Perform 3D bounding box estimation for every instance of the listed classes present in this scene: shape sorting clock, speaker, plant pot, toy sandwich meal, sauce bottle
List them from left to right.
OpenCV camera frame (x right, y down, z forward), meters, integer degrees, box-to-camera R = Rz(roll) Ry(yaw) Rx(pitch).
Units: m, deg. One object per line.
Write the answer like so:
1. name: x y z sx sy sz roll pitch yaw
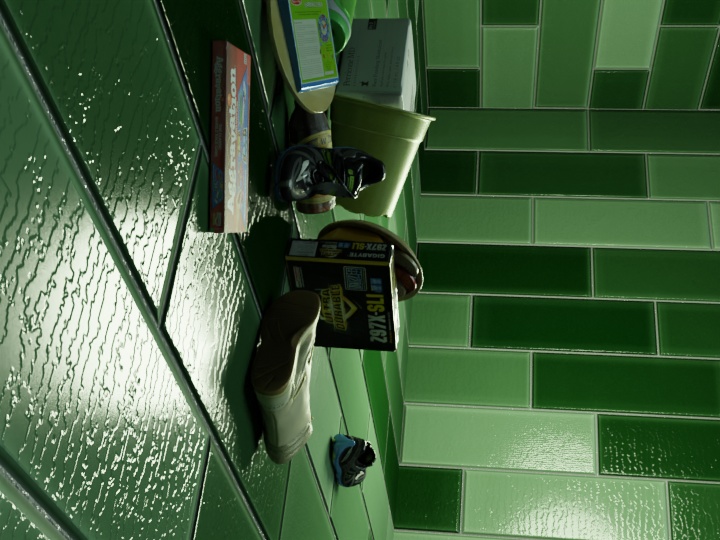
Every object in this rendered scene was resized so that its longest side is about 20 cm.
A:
1. shape sorting clock: -0.080 -0.314 1.403 0.199 0.039 0.204 -4 90 -68
2. sauce bottle: -0.074 -0.186 1.505 0.066 0.065 0.203 -71 157 -65
3. speaker: -0.045 -0.417 1.585 0.089 0.087 0.202 83 11 -47
4. toy sandwich meal: 0.000 0.000 1.625 0.207 0.202 0.071 82 29 -51
5. plant pot: 0.017 -0.199 1.828 0.200 0.197 0.193 -47 151 -78

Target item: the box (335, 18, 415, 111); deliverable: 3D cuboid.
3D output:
1. box: 0.034 -0.352 2.024 0.201 0.128 0.202 79 15 -55

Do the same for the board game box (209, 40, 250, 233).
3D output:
1. board game box: -0.144 -0.144 1.146 0.103 0.019 0.204 -19 111 -81

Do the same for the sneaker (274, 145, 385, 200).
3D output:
1. sneaker: -0.042 -0.137 1.433 0.198 0.082 0.072 -14 110 -45

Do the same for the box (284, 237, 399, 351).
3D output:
1. box: -0.024 0.039 1.572 0.202 0.157 0.050 85 10 -46

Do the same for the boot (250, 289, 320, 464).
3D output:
1. boot: -0.093 0.140 1.391 0.202 0.071 0.157 -77 166 -49

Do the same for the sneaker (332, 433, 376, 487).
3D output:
1. sneaker: -0.008 0.381 2.047 0.201 0.081 0.072 79 15 -60
